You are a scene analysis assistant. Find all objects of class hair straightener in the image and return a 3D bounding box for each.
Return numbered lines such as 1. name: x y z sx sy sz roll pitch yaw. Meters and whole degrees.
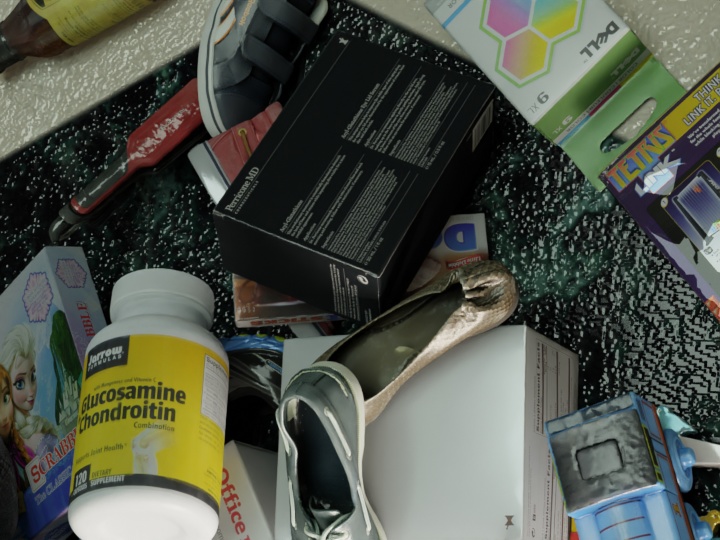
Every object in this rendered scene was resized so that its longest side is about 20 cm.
1. hair straightener: -0.192 -0.076 1.556 0.041 0.077 0.200 40 81 10

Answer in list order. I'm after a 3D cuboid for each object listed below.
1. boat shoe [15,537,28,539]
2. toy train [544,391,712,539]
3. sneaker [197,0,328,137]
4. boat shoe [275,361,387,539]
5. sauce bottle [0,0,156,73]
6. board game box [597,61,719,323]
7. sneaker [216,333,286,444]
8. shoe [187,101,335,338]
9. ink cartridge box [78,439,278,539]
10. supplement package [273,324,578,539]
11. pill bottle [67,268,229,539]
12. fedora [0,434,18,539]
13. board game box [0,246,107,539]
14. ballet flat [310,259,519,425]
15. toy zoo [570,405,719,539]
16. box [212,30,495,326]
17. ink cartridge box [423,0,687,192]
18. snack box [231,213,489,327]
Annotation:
1. boat shoe: -0.269 0.317 1.489 0.067 0.072 0.202 14 103 14
2. toy train: 0.190 0.183 1.243 0.086 0.114 0.202 -21 68 21
3. sneaker: -0.079 -0.204 1.525 0.079 0.078 0.202 1 76 33
4. boat shoe: -0.026 0.167 1.276 0.072 0.062 0.202 -1 100 22
5. sauce bottle: -0.263 -0.231 1.633 0.199 0.066 0.066 -26 67 17
6. board game box: 0.296 -0.071 1.312 0.200 0.057 0.166 -42 60 12
7. sneaker: -0.133 0.101 1.479 0.198 0.071 0.083 -7 68 22
8. shoe: -0.054 -0.036 1.473 0.091 0.071 0.201 -31 75 0
9. ink cartridge box: -0.130 0.247 1.432 0.199 0.084 0.146 -33 63 16
10. supplement package: 0.049 0.130 1.355 0.198 0.111 0.157 -4 75 26
11. pill bottle: -0.156 0.105 1.382 0.111 0.112 0.201 -14 56 23
12. fedora: -0.328 0.184 1.460 0.091 0.201 0.202 -15 70 13
13. board game box: -0.267 0.116 1.520 0.200 0.041 0.201 -42 59 38
14. ballet flat: 0.023 0.055 1.298 0.199 0.046 0.068 -33 62 15
15. toy zoo: 0.213 0.197 1.306 0.130 0.020 0.202 -3 76 27
16. box: -0.001 -0.071 1.392 0.140 0.079 0.201 23 59 16
17. ink cartridge box: 0.150 -0.169 1.409 0.104 0.059 0.200 -44 62 11
18. snack box: 0.000 0.000 1.417 0.198 0.024 0.073 -5 73 -1
